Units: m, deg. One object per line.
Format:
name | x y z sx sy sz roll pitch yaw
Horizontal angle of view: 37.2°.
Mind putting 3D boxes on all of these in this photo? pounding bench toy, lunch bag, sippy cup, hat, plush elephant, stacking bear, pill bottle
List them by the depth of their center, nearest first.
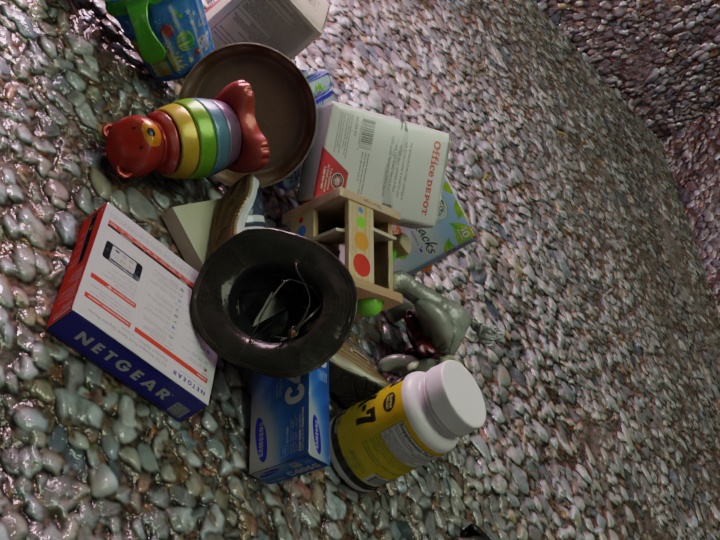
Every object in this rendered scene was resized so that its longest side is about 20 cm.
hat | -0.102 0.048 1.295 0.081 0.199 0.202 90 -19 -67
stacking bear | -0.237 -0.169 1.389 0.199 0.113 0.123 -15 87 -41
pill bottle | 0.060 0.204 1.414 0.114 0.199 0.115 39 33 -32
sippy cup | -0.270 -0.342 1.500 0.178 0.139 0.131 -41 121 -36
pounding bench toy | 0.000 0.000 1.530 0.199 0.124 0.157 19 60 -42
lunch bag | -0.107 -0.220 1.617 0.200 0.082 0.162 -43 138 -62
plush elephant | 0.099 0.123 1.635 0.199 0.165 0.156 25 72 4

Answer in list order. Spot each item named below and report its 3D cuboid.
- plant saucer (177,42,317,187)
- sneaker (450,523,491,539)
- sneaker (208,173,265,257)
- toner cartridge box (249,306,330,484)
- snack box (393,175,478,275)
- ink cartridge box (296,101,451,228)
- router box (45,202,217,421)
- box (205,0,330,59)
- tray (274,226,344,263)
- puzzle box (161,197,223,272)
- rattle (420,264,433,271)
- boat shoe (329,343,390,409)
plant saucer | -0.157 -0.217 1.499 0.201 0.199 0.032 54 11 -7
sneaker | 0.147 0.421 1.486 0.091 0.066 0.200 53 25 -3
sneaker | -0.139 -0.031 1.413 0.108 0.070 0.201 39 36 -31
toner cartridge box | -0.087 0.152 1.317 0.043 0.094 0.202 35 42 -43
snack box | 0.065 -0.066 1.684 0.143 0.199 0.053 64 10 10
ink cartridge box | 0.021 -0.152 1.585 0.198 0.084 0.146 12 86 -22
router box | -0.250 0.047 1.234 0.200 0.049 0.180 41 32 -28
box | -0.162 -0.368 1.624 0.128 0.199 0.109 44 30 -24
tray | -0.065 -0.018 1.597 0.199 0.022 0.108 -12 72 -51
puzzle box | -0.174 0.000 1.427 0.201 0.025 0.133 62 28 6
rattle | 0.036 -0.096 1.735 0.143 0.130 0.201 40 24 -46
boat shoe | -0.014 0.140 1.496 0.200 0.075 0.072 39 31 -34
